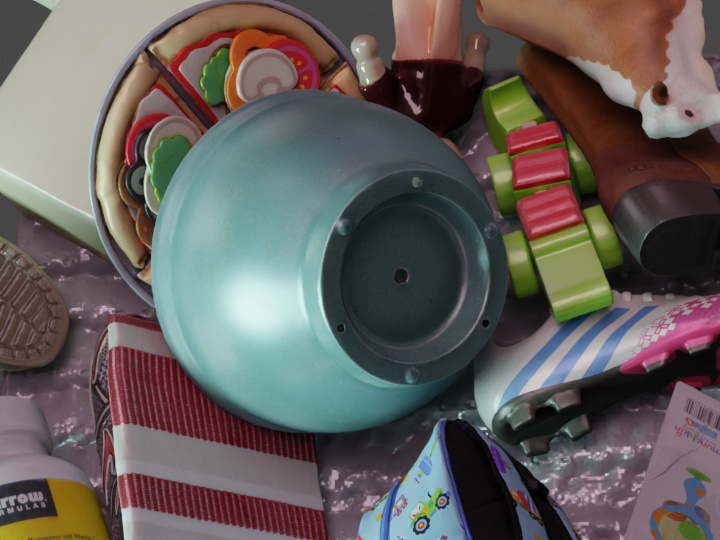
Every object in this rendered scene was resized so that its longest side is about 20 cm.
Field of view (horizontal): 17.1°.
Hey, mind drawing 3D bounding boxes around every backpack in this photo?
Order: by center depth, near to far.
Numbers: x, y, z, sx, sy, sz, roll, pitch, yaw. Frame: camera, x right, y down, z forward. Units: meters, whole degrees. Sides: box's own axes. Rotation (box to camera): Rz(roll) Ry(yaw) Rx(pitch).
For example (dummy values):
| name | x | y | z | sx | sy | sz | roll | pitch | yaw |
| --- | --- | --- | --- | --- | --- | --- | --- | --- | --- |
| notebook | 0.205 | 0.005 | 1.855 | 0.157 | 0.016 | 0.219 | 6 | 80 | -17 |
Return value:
| name | x | y | z | sx | sy | sz | roll | pitch | yaw |
| --- | --- | --- | --- | --- | --- | --- | --- | --- | --- |
| backpack | 0.060 | 0.189 | 1.275 | 0.134 | 0.183 | 0.200 | -31 | 46 | 16 |

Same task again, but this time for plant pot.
| name | x | y | z | sx | sy | sz | roll | pitch | yaw |
| --- | --- | --- | --- | --- | --- | --- | --- | --- | --- |
| plant pot | 0.000 | 0.000 | 1.342 | 0.200 | 0.200 | 0.134 | -52 | 25 | -14 |

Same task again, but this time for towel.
| name | x | y | z | sx | sy | sz | roll | pitch | yaw |
| --- | --- | --- | --- | --- | --- | --- | --- | --- | --- |
| towel | -0.080 | 0.129 | 1.363 | 0.023 | 0.144 | 0.201 | -34 | 53 | 39 |

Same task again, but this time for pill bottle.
| name | x | y | z | sx | sy | sz | roll | pitch | yaw |
| --- | --- | --- | --- | --- | --- | --- | --- | --- | --- |
| pill bottle | -0.194 | 0.177 | 1.372 | 0.112 | 0.112 | 0.200 | -23 | 62 | 1 |

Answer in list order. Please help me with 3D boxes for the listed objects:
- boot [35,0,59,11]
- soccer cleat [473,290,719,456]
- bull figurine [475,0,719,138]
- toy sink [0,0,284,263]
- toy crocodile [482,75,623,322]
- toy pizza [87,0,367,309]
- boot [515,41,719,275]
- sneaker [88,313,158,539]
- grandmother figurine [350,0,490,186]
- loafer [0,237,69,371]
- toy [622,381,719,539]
| name | x | y | z | sx | sy | sz | roll | pitch | yaw |
| --- | --- | --- | --- | --- | --- | --- | --- | --- | --- |
| boot | -0.191 | -0.260 | 1.566 | 0.154 | 0.072 | 0.200 | 26 | 115 | 26 |
| soccer cleat | 0.158 | 0.036 | 1.384 | 0.199 | 0.070 | 0.086 | -19 | 54 | 1 |
| bull figurine | 0.152 | -0.154 | 1.391 | 0.200 | 0.065 | 0.121 | 33 | 79 | 40 |
| toy sink | -0.128 | -0.109 | 1.498 | 0.130 | 0.112 | 0.200 | 27 | 78 | 23 |
| toy crocodile | 0.111 | -0.042 | 1.418 | 0.067 | 0.062 | 0.200 | -15 | 38 | 6 |
| toy pizza | -0.067 | -0.061 | 1.424 | 0.200 | 0.200 | 0.032 | -52 | 30 | -14 |
| boot | 0.207 | -0.071 | 1.428 | 0.188 | 0.069 | 0.200 | -5 | 39 | -16 |
| sneaker | -0.116 | 0.111 | 1.408 | 0.080 | 0.075 | 0.200 | -19 | 61 | 3 |
| grandmother figurine | 0.041 | -0.126 | 1.457 | 0.060 | 0.121 | 0.201 | 5 | 97 | 53 |
| loafer | -0.271 | 0.004 | 1.503 | 0.200 | 0.068 | 0.076 | 27 | 74 | 7 |
| toy | 0.191 | 0.160 | 1.293 | 0.115 | 0.047 | 0.200 | 29 | 47 | -1 |
